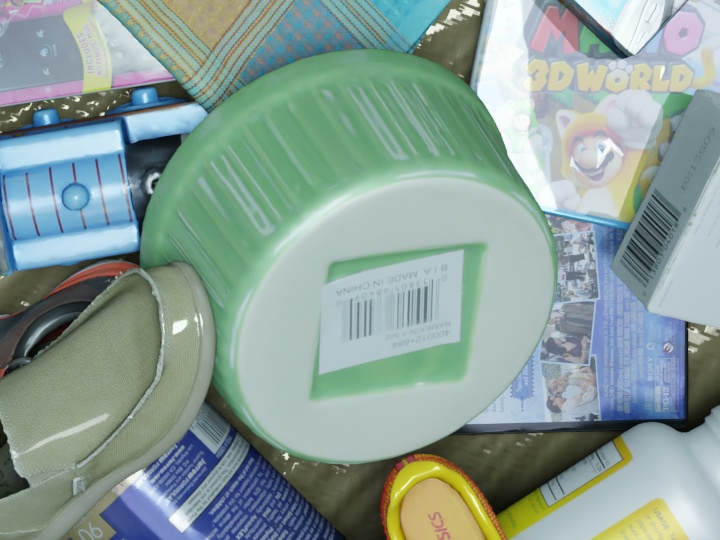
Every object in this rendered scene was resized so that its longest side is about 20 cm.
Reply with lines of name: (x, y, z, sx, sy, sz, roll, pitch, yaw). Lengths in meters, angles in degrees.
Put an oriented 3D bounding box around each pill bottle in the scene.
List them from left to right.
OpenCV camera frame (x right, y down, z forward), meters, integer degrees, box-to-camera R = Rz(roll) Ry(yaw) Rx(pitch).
pill bottle: (-0.071, 0.156, 1.415, 0.112, 0.112, 0.200, -44, 97, 5)
pill bottle: (0.136, 0.150, 1.424, 0.200, 0.104, 0.104, -33, 98, 4)

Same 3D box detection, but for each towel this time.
towel: (-0.053, -0.153, 1.356, 0.200, 0.022, 0.147, 45, 70, -26)

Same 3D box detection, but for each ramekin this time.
ramekin: (0.000, 0.000, 1.334, 0.200, 0.098, 0.200, -13, 128, -18)

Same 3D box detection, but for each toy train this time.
toy train: (-0.158, -0.040, 1.380, 0.200, 0.114, 0.087, -9, 100, 0)

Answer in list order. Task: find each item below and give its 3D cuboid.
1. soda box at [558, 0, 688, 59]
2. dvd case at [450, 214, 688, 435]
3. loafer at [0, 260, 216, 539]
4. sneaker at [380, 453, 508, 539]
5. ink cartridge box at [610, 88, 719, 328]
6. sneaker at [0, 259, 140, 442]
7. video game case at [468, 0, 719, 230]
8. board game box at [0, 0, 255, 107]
soda box: (0.087, -0.198, 1.368, 0.200, 0.064, 0.068, 43, 92, -1)
dvd case: (0.076, 0.017, 1.445, 0.200, 0.018, 0.143, -1, 100, -2)
loafer: (-0.141, 0.071, 1.301, 0.068, 0.076, 0.200, 8, 132, -43)
sneaker: (0.067, 0.184, 1.340, 0.073, 0.077, 0.200, -35, 88, 2)
ink cartridge box: (0.241, -0.017, 1.408, 0.200, 0.050, 0.109, 13, 112, -30)
sneaker: (-0.190, 0.062, 1.398, 0.200, 0.082, 0.077, -35, 100, 21)
video game case: (0.135, -0.124, 1.414, 0.143, 0.018, 0.200, 11, 93, -2)
board game box: (-0.162, -0.161, 1.387, 0.200, 0.064, 0.148, -9, 98, 0)
